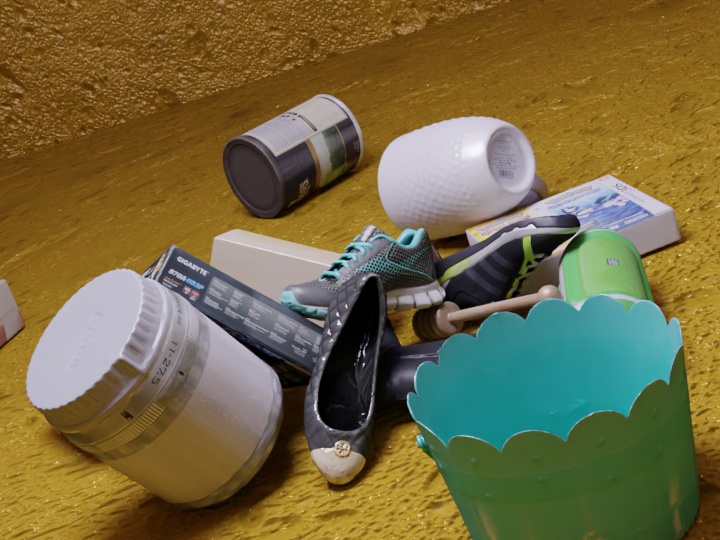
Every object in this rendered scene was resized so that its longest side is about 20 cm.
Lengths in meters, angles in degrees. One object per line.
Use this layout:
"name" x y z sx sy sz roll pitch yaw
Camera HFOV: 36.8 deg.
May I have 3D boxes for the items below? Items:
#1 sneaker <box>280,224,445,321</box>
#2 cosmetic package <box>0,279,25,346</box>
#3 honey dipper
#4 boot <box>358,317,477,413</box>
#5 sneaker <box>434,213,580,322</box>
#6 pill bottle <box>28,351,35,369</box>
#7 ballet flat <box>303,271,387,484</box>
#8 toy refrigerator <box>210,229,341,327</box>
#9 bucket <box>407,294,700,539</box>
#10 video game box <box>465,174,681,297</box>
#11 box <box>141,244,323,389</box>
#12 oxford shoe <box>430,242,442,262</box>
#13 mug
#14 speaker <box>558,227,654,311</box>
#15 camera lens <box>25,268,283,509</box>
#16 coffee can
"sneaker" 0.000 0.000 1.109 0.200 0.092 0.077 -9 8 -41
"cosmetic package" -0.606 0.100 1.619 0.103 0.087 0.200 -10 21 22
"honey dipper" 0.129 0.041 1.101 0.038 0.038 0.200 -36 12 -37
"boot" 0.084 0.078 1.070 0.199 0.066 0.165 -15 29 20
"sneaker" 0.158 0.003 1.142 0.072 0.083 0.200 -9 -14 -45
"pill bottle" -0.285 0.132 1.206 0.113 0.113 0.200 -31 23 -29
"ballet flat" -0.013 0.095 0.994 0.066 0.201 0.057 10 -23 -10
"toy refrigerator" -0.069 0.013 1.246 0.199 0.076 0.070 13 15 15
"bucket" 0.148 0.121 0.800 0.207 0.135 0.207 -16 21 6
"video game box" 0.243 -0.043 1.270 0.199 0.047 0.182 -21 17 -4
"box" -0.128 0.054 1.098 0.046 0.200 0.159 -65 14 -18
"oxford shoe" 0.025 -0.005 1.330 0.200 0.073 0.071 -2 27 40
"mug" 0.152 -0.117 1.399 0.200 0.148 0.175 17 -17 -34
"speaker" 0.235 0.028 1.037 0.088 0.089 0.200 -15 21 13
"camera lens" -0.181 0.113 0.994 0.160 0.200 0.160 -27 40 26
"coffee can" -0.113 -0.197 1.847 0.200 0.147 0.146 -34 25 -35
